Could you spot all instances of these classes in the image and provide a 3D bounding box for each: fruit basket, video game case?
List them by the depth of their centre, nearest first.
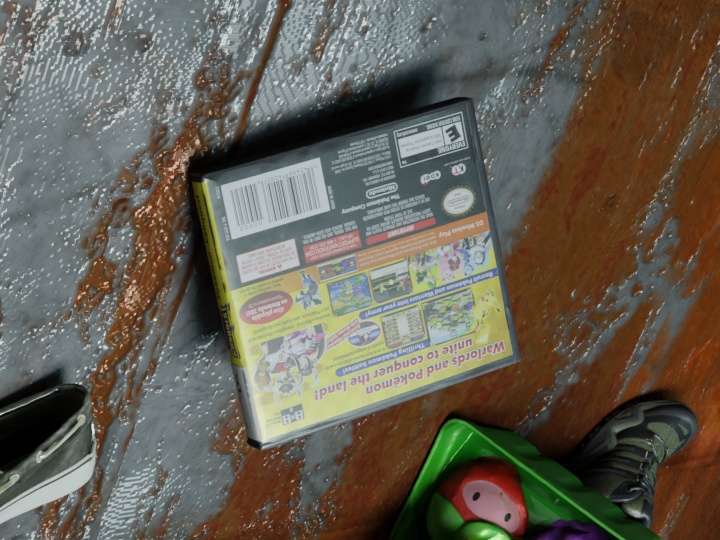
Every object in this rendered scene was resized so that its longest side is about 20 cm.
[{"bbox_3d":[0.000,0.000,1.394,0.198,0.025,0.183,-17,103,-24],"label":"video game case"},{"bbox_3d":[0.108,0.229,1.654,0.214,0.215,0.157,1,122,-46],"label":"fruit basket"}]

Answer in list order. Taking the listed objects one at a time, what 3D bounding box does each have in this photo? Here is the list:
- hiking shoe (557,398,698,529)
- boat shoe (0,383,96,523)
[{"bbox_3d":[0.221,0.185,1.814,0.199,0.101,0.076,-30,140,-24],"label":"hiking shoe"},{"bbox_3d":[-0.247,0.127,1.317,0.199,0.071,0.064,-30,141,-36],"label":"boat shoe"}]
